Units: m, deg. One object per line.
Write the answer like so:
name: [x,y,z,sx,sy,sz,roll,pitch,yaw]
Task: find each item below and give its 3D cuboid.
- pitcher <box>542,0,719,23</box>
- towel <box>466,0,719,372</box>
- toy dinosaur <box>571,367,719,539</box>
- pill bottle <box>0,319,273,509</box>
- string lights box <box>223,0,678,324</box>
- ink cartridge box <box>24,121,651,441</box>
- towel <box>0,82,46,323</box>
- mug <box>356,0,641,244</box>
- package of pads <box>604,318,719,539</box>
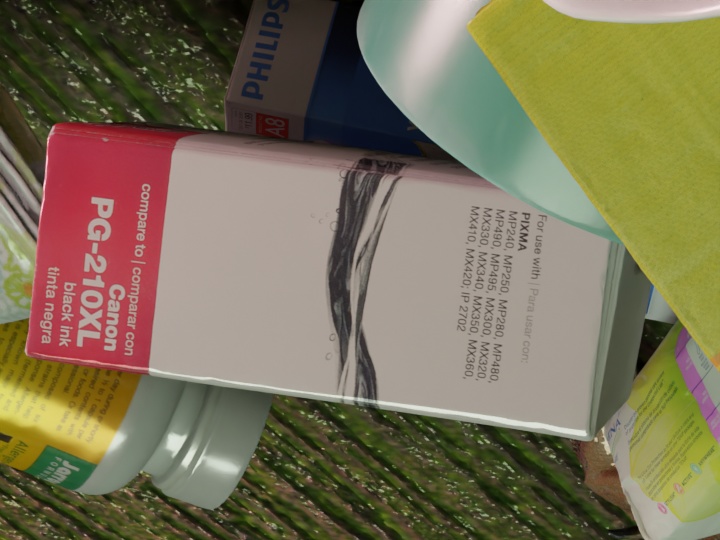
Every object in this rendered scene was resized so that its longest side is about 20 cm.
pitcher: [0.157,-0.134,0.702,0.171,0.199,0.122,18,131,49]
towel: [0.123,-0.019,0.792,0.086,0.018,0.200,-35,97,19]
toy dinosaur: [0.148,0.097,1.234,0.200,0.086,0.135,38,149,-25]
pill bottle: [-0.143,0.035,1.214,0.199,0.113,0.113,23,149,-16]
string lights box: [0.049,-0.044,1.059,0.199,0.059,0.103,11,151,5]
ink cartridge box: [0.000,0.000,0.949,0.199,0.085,0.145,8,-175,11]
towel: [-0.212,-0.037,0.986,0.199,0.048,0.172,-10,131,24]
mug: [0.103,-0.087,0.862,0.184,0.152,0.115,29,117,3]
package of pads: [0.195,0.037,1.065,0.154,0.069,0.200,-11,155,-20]
